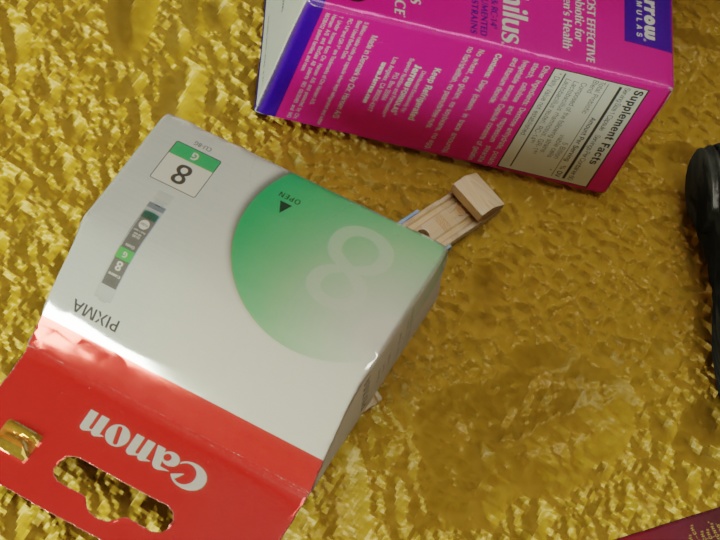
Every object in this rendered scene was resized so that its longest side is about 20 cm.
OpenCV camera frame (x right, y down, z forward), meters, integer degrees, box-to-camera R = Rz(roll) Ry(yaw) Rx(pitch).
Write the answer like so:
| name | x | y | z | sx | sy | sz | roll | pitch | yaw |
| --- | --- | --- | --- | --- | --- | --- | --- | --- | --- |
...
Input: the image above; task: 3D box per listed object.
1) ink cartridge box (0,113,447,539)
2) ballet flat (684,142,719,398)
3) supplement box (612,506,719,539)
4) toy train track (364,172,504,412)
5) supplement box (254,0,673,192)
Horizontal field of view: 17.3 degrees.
| name | x | y | z | sx | sy | sz | roll | pitch | yaw |
| --- | --- | --- | --- | --- | --- | --- | --- | --- | --- |
| ink cartridge box | -0.075 | 0.036 | 1.102 | 0.160 | 0.050 | 0.200 | 26 | 56 | 14 |
| ballet flat | 0.211 | 0.016 | 1.229 | 0.056 | 0.067 | 0.201 | 4 | 58 | -14 |
| supplement box | 0.139 | 0.181 | 1.107 | 0.199 | 0.061 | 0.109 | -14 | 65 | -25 |
| toy train track | 0.000 | 0.000 | 1.186 | 0.199 | 0.033 | 0.115 | -33 | 74 | -33 |
| supplement box | 0.055 | -0.127 | 1.244 | 0.198 | 0.104 | 0.102 | 13 | 55 | -14 |
